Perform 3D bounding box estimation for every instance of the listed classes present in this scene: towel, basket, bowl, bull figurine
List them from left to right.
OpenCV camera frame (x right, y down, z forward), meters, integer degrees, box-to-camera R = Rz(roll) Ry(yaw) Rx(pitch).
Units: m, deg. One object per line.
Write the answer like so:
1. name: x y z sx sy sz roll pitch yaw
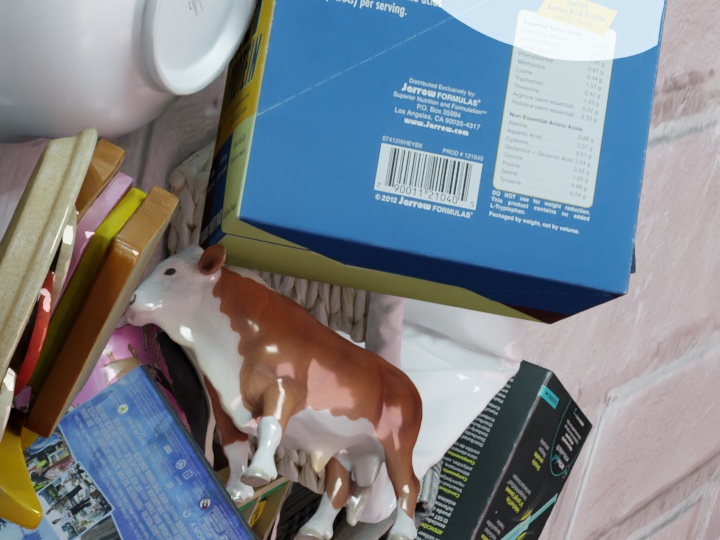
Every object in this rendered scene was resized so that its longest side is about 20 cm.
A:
1. bowl: -0.107 -0.141 1.100 0.201 0.090 0.202 -49 152 -39
2. bull figurine: -0.037 0.066 1.187 0.200 0.065 0.122 26 57 -41
3. towel: -0.009 0.146 1.496 0.200 0.034 0.193 -50 -165 31
4. basket: 0.000 0.000 1.379 0.200 0.160 0.199 -41 145 -47

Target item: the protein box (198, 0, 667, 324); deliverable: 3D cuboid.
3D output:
1. protein box: 0.037 -0.094 1.175 0.135 0.197 0.201 147 -47 -75

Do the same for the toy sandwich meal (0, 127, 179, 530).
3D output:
1. toy sandwich meal: -0.139 0.028 1.049 0.205 0.070 0.206 -156 -90 -80

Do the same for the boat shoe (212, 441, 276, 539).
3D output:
1. boat shoe: -0.082 0.183 1.472 0.063 0.072 0.201 -1 108 -65

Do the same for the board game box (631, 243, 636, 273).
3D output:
1. board game box: 0.121 -0.069 1.450 0.200 0.034 0.136 -170 -104 -78

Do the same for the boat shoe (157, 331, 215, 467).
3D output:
1. boat shoe: -0.122 0.089 1.296 0.068 0.072 0.201 -53 156 -34

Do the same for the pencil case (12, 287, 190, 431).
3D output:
1. pencil case: -0.117 0.104 1.176 0.083 0.086 0.201 18 52 -80

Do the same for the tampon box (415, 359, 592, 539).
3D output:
1. tampon box: 0.060 0.159 1.704 0.201 0.126 0.150 -63 157 -11

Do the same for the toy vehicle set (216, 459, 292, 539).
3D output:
1. toy vehicle set: -0.100 0.178 1.337 0.125 0.026 0.200 -66 168 11

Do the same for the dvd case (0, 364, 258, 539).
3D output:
1. dvd case: -0.153 0.145 1.081 0.200 0.143 0.018 -34 138 -5
